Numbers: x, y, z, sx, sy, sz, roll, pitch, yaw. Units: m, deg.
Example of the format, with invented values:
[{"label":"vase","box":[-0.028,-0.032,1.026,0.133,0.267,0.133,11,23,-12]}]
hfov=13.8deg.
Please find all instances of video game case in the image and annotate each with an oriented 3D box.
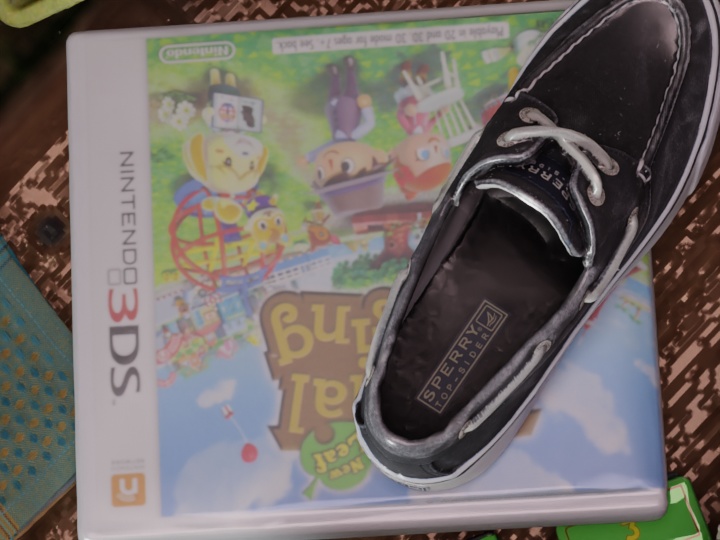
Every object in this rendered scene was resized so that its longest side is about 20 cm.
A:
[{"label":"video game case","box":[0.000,0.000,1.023,0.199,0.022,0.183,-3,76,2]}]

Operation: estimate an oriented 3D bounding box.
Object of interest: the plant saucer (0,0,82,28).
[{"label":"plant saucer","box":[-0.064,-0.206,1.007,0.200,0.048,0.200,-19,85,38]}]

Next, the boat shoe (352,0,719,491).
[{"label":"boat shoe","box":[0.059,-0.022,0.978,0.072,0.068,0.200,33,80,11]}]

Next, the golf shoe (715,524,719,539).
[{"label":"golf shoe","box":[0.180,0.035,0.959,0.091,0.075,0.201,25,106,5]}]

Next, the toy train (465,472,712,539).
[{"label":"toy train","box":[0.033,0.123,1.023,0.199,0.042,0.057,-20,76,2]}]

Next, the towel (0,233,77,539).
[{"label":"towel","box":[-0.174,0.052,0.969,0.147,0.022,0.200,56,49,-15]}]
